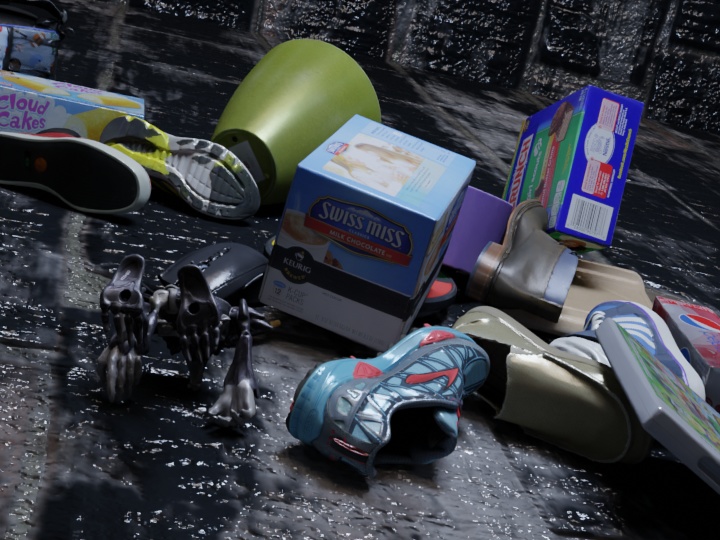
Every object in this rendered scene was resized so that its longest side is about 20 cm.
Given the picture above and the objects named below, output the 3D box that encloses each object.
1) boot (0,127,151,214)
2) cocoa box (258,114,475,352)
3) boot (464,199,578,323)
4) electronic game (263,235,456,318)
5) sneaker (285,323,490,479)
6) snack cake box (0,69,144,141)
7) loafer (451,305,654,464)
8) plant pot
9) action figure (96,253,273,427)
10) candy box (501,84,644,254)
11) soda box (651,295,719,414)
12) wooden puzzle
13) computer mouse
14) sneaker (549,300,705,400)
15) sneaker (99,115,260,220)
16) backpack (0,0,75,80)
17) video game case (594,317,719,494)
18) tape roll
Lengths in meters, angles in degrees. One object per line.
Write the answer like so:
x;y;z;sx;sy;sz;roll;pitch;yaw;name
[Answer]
-0.290;-0.114;1.453;0.197;0.074;0.144;15;13;18;boot
0.011;-0.039;1.213;0.132;0.133;0.200;22;23;7;cocoa box
0.181;-0.005;1.380;0.096;0.076;0.200;25;33;13;boot
0.000;0.000;1.348;0.197;0.042;0.200;13;15;-3;electronic game
0.039;0.105;0.981;0.095;0.080;0.199;35;33;31;sneaker
-0.365;-0.187;1.645;0.197;0.068;0.115;10;16;-13;snack cake box
0.140;0.097;1.072;0.199;0.077;0.068;29;31;35;loafer
-0.096;-0.156;1.612;0.185;0.190;0.200;18;31;17;plant pot
-0.128;0.053;0.953;0.117;0.104;0.200;6;-12;5;action figure
0.232;-0.105;1.553;0.076;0.172;0.200;17;-10;-12;candy box
0.313;0.091;1.243;0.062;0.071;0.200;11;16;-5;soda box
0.228;0.033;1.450;0.182;0.038;0.200;13;21;-1;wooden puzzle
-0.114;0.013;1.193;0.139;0.047;0.199;23;18;31;computer mouse
0.200;0.072;1.190;0.144;0.082;0.200;12;20;-20;sneaker
-0.195;-0.115;1.525;0.198;0.075;0.085;28;-2;11;sneaker
-0.500;-0.291;1.739;0.189;0.157;0.199;10;7;-45;backpack
0.260;0.127;1.008;0.182;0.022;0.200;41;12;-10;video game case
0.058;-0.062;1.449;0.197;0.086;0.200;20;1;0;tape roll
